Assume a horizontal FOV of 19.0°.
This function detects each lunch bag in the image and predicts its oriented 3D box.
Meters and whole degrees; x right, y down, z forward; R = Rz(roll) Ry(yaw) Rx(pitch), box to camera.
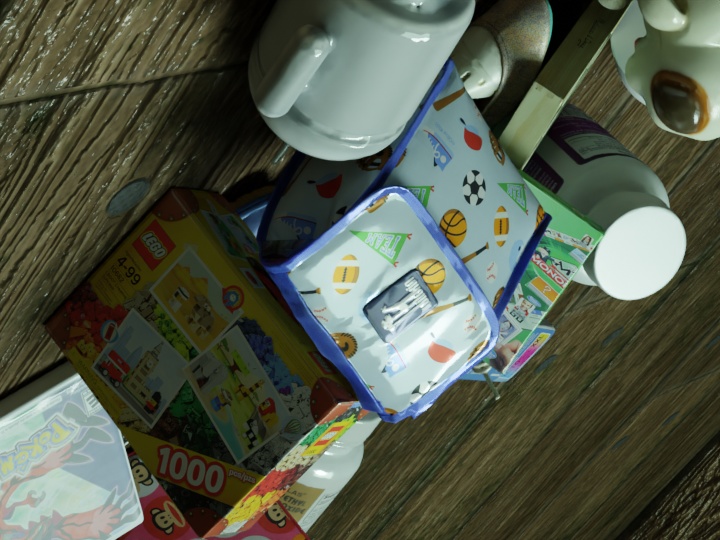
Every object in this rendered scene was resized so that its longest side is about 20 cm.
[{"bbox_3d":[-0.149,0.244,1.869,0.176,0.200,0.082,-26,157,-27],"label":"lunch bag"},{"bbox_3d":[0.027,-0.020,1.474,0.170,0.123,0.200,54,53,-32],"label":"lunch bag"}]

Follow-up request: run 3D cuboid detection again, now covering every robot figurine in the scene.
[{"bbox_3d":[-0.001,-0.150,1.366,0.169,0.113,0.200,-30,160,-45],"label":"robot figurine"}]

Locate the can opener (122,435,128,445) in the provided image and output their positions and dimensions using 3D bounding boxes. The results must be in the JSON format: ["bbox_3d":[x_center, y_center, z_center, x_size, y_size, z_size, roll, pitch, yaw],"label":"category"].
[{"bbox_3d":[-0.231,0.133,1.715,0.199,0.053,0.067,-29,127,-27],"label":"can opener"}]

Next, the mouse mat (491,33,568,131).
[{"bbox_3d":[0.096,-0.119,1.803,0.161,0.008,0.200,-22,156,-44],"label":"mouse mat"}]

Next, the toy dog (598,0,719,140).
[{"bbox_3d":[0.276,-0.198,1.636,0.139,0.193,0.201,-21,135,-64],"label":"toy dog"}]

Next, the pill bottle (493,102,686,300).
[{"bbox_3d":[0.185,-0.056,1.764,0.112,0.200,0.113,-10,119,-18],"label":"pill bottle"}]

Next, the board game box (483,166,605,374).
[{"bbox_3d":[0.065,-0.032,1.619,0.135,0.200,0.029,-54,-174,10],"label":"board game box"}]

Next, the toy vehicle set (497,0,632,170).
[{"bbox_3d":[0.153,-0.143,1.692,0.200,0.026,0.125,-53,175,-49],"label":"toy vehicle set"}]

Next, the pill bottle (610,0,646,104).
[{"bbox_3d":[0.281,-0.185,1.838,0.111,0.111,0.200,-44,161,15],"label":"pill bottle"}]

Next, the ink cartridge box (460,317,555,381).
[{"bbox_3d":[0.075,0.026,1.893,0.076,0.136,0.200,-48,160,10],"label":"ink cartridge box"}]

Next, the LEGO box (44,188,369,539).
[{"bbox_3d":[-0.106,0.066,1.532,0.149,0.200,0.077,-45,161,18],"label":"LEGO box"}]

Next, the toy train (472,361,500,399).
[{"bbox_3d":[0.099,-0.009,1.753,0.084,0.201,0.116,-5,140,-20],"label":"toy train"}]

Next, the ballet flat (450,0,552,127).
[{"bbox_3d":[0.080,-0.135,1.642,0.067,0.068,0.200,-14,148,-38],"label":"ballet flat"}]

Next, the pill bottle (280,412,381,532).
[{"bbox_3d":[-0.062,0.169,1.998,0.114,0.114,0.200,-16,151,-50],"label":"pill bottle"}]

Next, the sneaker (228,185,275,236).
[{"bbox_3d":[-0.107,0.026,1.618,0.200,0.088,0.075,-48,158,19],"label":"sneaker"}]

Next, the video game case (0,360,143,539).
[{"bbox_3d":[-0.268,0.179,1.650,0.199,0.023,0.183,-32,135,-24],"label":"video game case"}]
